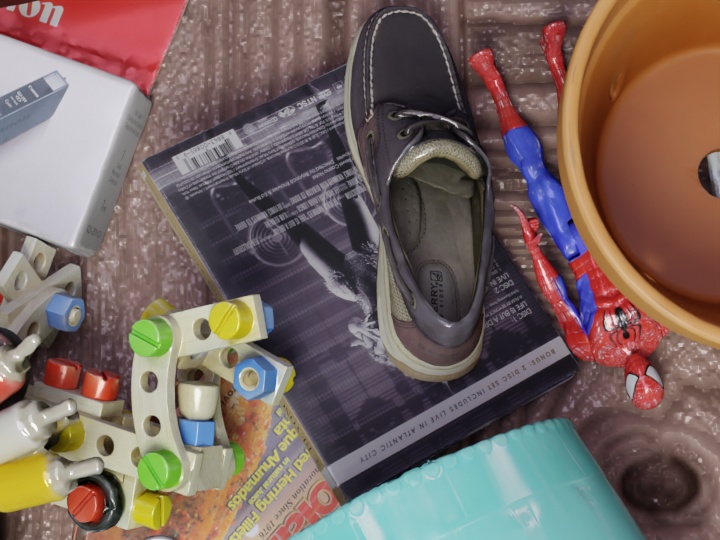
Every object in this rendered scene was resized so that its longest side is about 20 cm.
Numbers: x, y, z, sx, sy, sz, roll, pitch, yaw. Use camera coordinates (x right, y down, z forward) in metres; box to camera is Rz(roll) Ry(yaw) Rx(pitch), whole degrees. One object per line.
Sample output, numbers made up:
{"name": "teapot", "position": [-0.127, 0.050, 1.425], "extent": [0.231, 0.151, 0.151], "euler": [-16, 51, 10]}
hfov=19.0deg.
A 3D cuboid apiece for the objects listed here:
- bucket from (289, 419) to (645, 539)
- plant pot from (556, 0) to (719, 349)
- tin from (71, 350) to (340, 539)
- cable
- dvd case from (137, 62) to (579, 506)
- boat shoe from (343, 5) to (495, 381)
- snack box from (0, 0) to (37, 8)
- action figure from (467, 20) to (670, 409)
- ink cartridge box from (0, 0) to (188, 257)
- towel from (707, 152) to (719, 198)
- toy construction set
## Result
{"name": "bucket", "position": [0.049, 0.169, 0.988], "extent": [0.206, 0.207, 0.136], "euler": [-27, 75, 2]}
{"name": "plant pot", "position": [0.183, -0.056, 1.005], "extent": [0.198, 0.140, 0.202], "euler": [0, 84, -3]}
{"name": "tin", "position": [-0.060, 0.106, 1.096], "extent": [0.112, 0.042, 0.200], "euler": [40, 87, 15]}
{"name": "cable", "position": [-0.211, 0.097, 1.016], "extent": [0.199, 0.050, 0.098], "euler": [-32, 75, 15]}
{"name": "dvd case", "position": [0.000, 0.000, 1.085], "extent": [0.148, 0.016, 0.201], "euler": [-27, 77, -25]}
{"name": "boat shoe", "position": [0.035, -0.048, 1.070], "extent": [0.071, 0.065, 0.202], "euler": [3, 67, -15]}
{"name": "snack box", "position": [-0.103, -0.190, 1.136], "extent": [0.198, 0.024, 0.072], "euler": [-11, 60, 1]}
{"name": "action figure", "position": [0.112, -0.024, 1.092], "extent": [0.065, 0.052, 0.201], "euler": [-20, 81, -2]}
{"name": "ink cartridge box", "position": [-0.205, -0.123, 1.146], "extent": [0.199, 0.045, 0.177], "euler": [20, 85, 9]}
{"name": "towel", "position": [0.244, -0.083, 1.092], "extent": [0.148, 0.031, 0.202], "euler": [-10, 81, 6]}
{"name": "toy construction set", "position": [-0.128, 0.054, 1.053], "extent": [0.199, 0.092, 0.132], "euler": [18, 100, 41]}
